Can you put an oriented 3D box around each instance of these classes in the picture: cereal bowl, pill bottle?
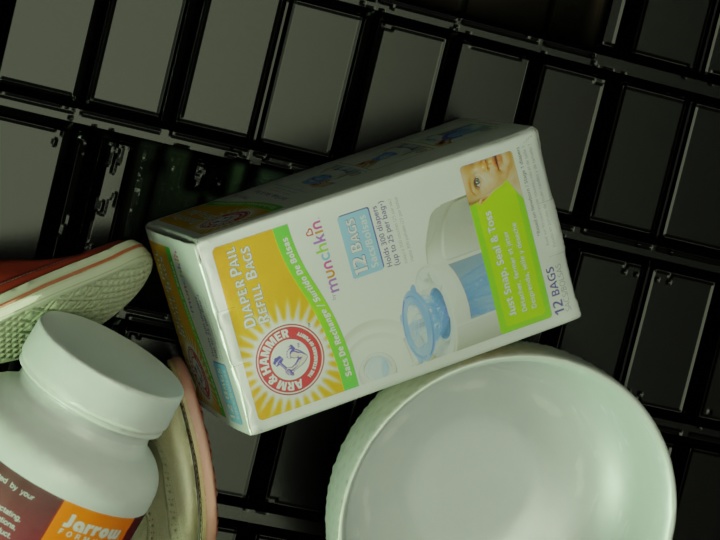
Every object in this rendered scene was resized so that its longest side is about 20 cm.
[{"bbox_3d":[0.072,0.131,1.266,0.200,0.083,0.200,-4,104,-16],"label":"cereal bowl"},{"bbox_3d":[-0.177,0.128,1.171,0.113,0.113,0.200,27,101,-17],"label":"pill bottle"}]

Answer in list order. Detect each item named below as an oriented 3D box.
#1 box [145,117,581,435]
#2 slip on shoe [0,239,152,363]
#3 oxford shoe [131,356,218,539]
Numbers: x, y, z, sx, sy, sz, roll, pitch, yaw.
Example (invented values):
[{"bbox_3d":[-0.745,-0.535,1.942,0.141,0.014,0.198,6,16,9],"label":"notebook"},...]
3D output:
[{"bbox_3d":[0.000,0.000,1.213,0.200,0.101,0.113,-18,103,-18],"label":"box"},{"bbox_3d":[-0.205,0.016,1.189,0.200,0.074,0.061,-18,67,-18],"label":"slip on shoe"},{"bbox_3d":[-0.118,0.147,1.229,0.074,0.071,0.200,-1,98,-12],"label":"oxford shoe"}]
